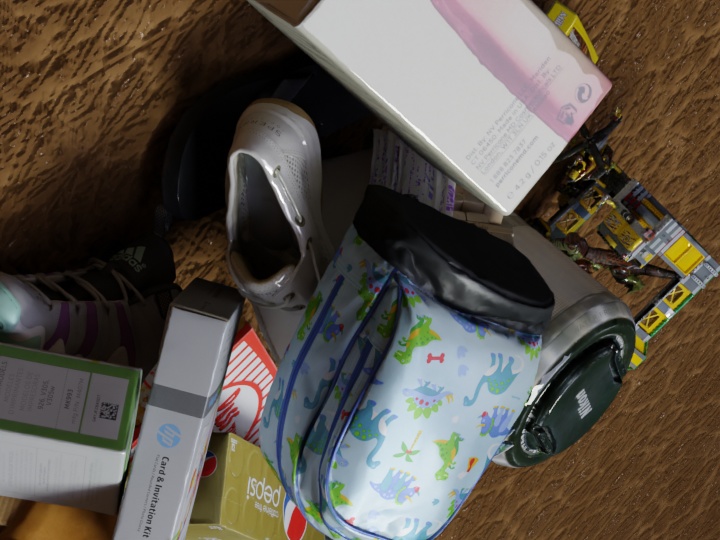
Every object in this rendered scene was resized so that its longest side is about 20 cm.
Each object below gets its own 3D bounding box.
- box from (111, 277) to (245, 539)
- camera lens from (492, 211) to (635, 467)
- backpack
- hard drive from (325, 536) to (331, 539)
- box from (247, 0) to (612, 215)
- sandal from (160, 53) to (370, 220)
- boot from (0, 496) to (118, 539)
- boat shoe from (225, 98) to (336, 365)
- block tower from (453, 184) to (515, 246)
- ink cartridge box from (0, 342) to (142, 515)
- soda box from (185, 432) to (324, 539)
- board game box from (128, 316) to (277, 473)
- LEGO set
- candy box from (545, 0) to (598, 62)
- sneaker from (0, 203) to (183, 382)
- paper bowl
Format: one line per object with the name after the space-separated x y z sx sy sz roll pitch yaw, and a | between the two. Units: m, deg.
-0.118 0.113 1.223 0.156 0.041 0.202 -82 -172 -85 | box
0.105 0.044 1.540 0.160 0.200 0.161 -36 150 -24 | camera lens
0.022 0.074 1.218 0.163 0.154 0.200 26 114 -41 | backpack
-0.002 0.230 1.617 0.033 0.200 0.140 -30 148 -32 | hard drive
0.035 -0.147 1.184 0.109 0.128 0.200 -50 123 1 | box
-0.051 -0.098 1.279 0.200 0.043 0.077 -36 133 -30 | sandal
-0.224 0.237 1.295 0.071 0.143 0.203 152 -45 -66 | boot
-0.055 -0.006 1.231 0.069 0.070 0.201 -54 141 -49 | boat shoe
0.080 -0.024 1.446 0.054 0.201 0.058 5 132 -10 | block tower
-0.234 0.086 1.161 0.104 0.198 0.060 110 -12 -61 | ink cartridge box
-0.088 0.171 1.432 0.200 0.063 0.068 39 53 -63 | soda box
-0.145 0.128 1.440 0.200 0.046 0.152 -45 153 -10 | board game box
0.194 -0.027 1.613 0.153 0.201 0.116 -38 139 14 | LEGO set
0.138 -0.141 1.481 0.103 0.026 0.200 -54 169 5 | candy box
-0.169 0.009 1.237 0.140 0.078 0.200 -51 157 -9 | sneaker
0.000 0.000 1.370 0.201 0.103 0.202 -168 -90 -86 | paper bowl
